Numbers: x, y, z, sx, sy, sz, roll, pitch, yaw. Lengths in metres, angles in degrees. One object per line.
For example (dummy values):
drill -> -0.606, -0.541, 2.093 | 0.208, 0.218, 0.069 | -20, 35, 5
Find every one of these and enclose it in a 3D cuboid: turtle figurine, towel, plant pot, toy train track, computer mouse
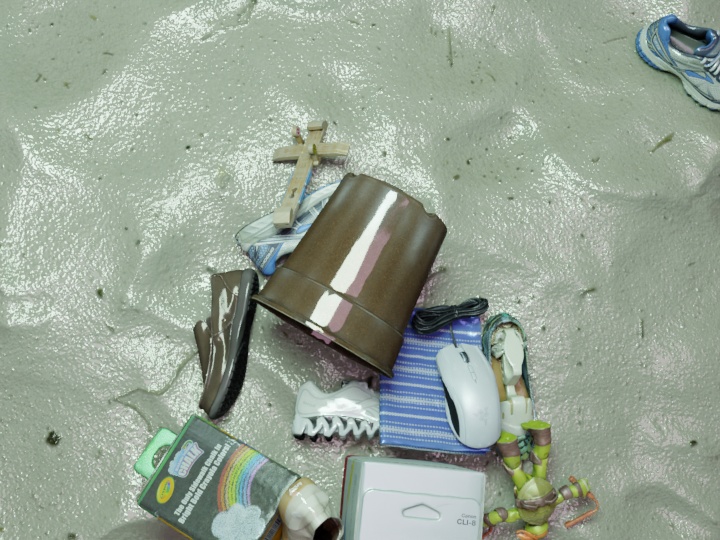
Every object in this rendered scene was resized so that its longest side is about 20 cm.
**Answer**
turtle figurine -> 0.210, 0.284, 1.075 | 0.199, 0.064, 0.162 | -13, 100, -5
towel -> 0.095, 0.138, 1.091 | 0.144, 0.024, 0.201 | 8, 56, -9
plant pot -> 0.000, 0.000, 1.042 | 0.200, 0.200, 0.199 | 30, 83, 0
toy train track -> -0.081, -0.139, 1.115 | 0.114, 0.033, 0.201 | -2, 49, 20
computer mouse -> 0.137, 0.126, 1.072 | 0.109, 0.044, 0.201 | -6, 60, -16

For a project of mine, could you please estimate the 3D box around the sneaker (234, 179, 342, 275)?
sneaker -> -0.065, -0.059, 1.136 | 0.199, 0.077, 0.086 | -28, 93, -3

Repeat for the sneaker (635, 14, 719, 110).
sneaker -> 0.503, -0.304, 1.221 | 0.199, 0.085, 0.077 | 29, 78, -1

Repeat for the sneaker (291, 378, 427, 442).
sneaker -> 0.011, 0.182, 1.094 | 0.199, 0.075, 0.082 | 3, 70, -6

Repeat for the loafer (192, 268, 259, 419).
loafer -> -0.184, 0.093, 1.095 | 0.071, 0.073, 0.201 | 8, 73, 6

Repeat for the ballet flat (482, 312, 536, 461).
ballet flat -> 0.199, 0.155, 1.118 | 0.074, 0.074, 0.201 | -7, 81, -7

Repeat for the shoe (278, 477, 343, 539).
shoe -> -0.055, 0.307, 0.979 | 0.053, 0.200, 0.070 | 34, 64, 24

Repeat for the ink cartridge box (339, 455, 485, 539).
ink cartridge box -> 0.054, 0.302, 1.007 | 0.144, 0.200, 0.146 | 6, 79, -5

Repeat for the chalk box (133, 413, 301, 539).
chalk box -> -0.176, 0.264, 1.010 | 0.199, 0.124, 0.125 | 26, 69, 19
